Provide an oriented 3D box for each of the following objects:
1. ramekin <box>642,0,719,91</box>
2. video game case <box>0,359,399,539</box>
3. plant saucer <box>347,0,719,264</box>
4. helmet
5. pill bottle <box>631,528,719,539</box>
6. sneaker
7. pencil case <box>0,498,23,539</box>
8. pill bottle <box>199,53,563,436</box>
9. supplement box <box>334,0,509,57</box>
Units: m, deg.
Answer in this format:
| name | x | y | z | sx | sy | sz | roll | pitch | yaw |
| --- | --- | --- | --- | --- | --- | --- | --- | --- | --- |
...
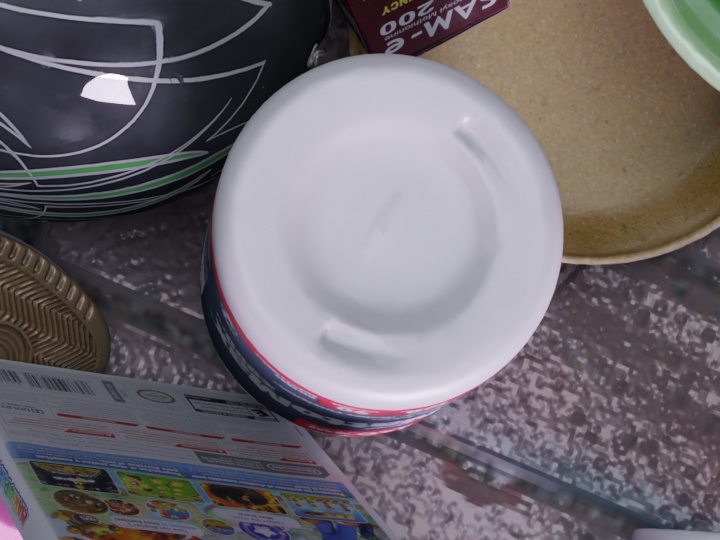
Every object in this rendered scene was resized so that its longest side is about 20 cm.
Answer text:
| name | x | y | z | sx | sy | sz | roll | pitch | yaw |
| --- | --- | --- | --- | --- | --- | --- | --- | --- | --- |
| ramekin | 0.198 | -0.156 | 0.857 | 0.198 | 0.098 | 0.202 | 2 | 102 | 10 |
| video game case | -0.060 | 0.083 | 0.796 | 0.142 | 0.200 | 0.018 | 10 | 106 | -26 |
| plant saucer | 0.091 | -0.099 | 0.935 | 0.198 | 0.035 | 0.202 | 1 | 81 | -7 |
| helmet | -0.117 | -0.112 | 0.838 | 0.198 | 0.200 | 0.192 | -13 | 69 | -8 |
| pill bottle | 0.142 | 0.203 | 0.850 | 0.118 | 0.120 | 0.202 | 6 | 83 | -5 |
| sneaker | -0.195 | -0.011 | 0.876 | 0.199 | 0.108 | 0.070 | 26 | 98 | -34 |
| pencil case | -0.096 | 0.116 | 0.858 | 0.198 | 0.091 | 0.094 | 17 | 123 | -3 |
| pill bottle | 0.000 | 0.000 | 0.826 | 0.118 | 0.200 | 0.121 | 1 | 81 | -6 |
| supplement box | -0.018 | -0.183 | 0.811 | 0.061 | 0.109 | 0.201 | -28 | 130 | -1 |
